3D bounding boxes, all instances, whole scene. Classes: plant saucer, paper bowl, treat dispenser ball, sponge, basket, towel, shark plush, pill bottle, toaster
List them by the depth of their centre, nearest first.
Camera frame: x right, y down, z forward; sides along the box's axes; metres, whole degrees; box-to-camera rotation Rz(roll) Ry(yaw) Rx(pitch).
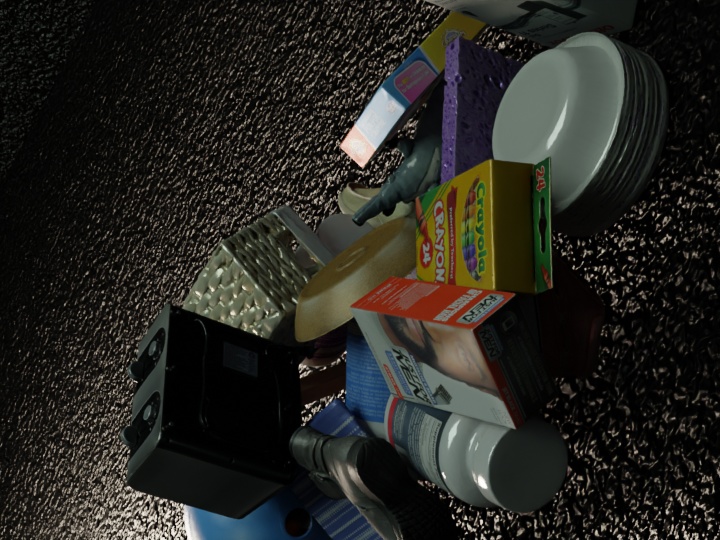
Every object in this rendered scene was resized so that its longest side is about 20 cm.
[{"bbox_3d":[0.116,0.167,1.410,0.200,0.119,0.121,19,91,63],"label":"pill bottle"},{"bbox_3d":[0.210,-0.143,1.436,0.201,0.104,0.202,-43,37,45],"label":"paper bowl"},{"bbox_3d":[0.000,0.000,1.527,0.200,0.036,0.200,-36,11,8],"label":"plant saucer"},{"bbox_3d":[-0.155,0.155,1.548,0.119,0.199,0.182,-43,37,41],"label":"toaster"},{"bbox_3d":[0.000,0.247,1.556,0.145,0.200,0.024,-44,-7,40],"label":"towel"},{"bbox_3d":[0.142,-0.151,1.565,0.030,0.111,0.202,-32,47,50],"label":"sponge"},{"bbox_3d":[0.038,0.125,1.565,0.112,0.111,0.202,-164,74,-64],"label":"pill bottle"},{"bbox_3d":[0.059,-0.133,1.685,0.200,0.083,0.091,-42,24,1],"label":"shark plush"},{"bbox_3d":[-0.125,0.045,1.686,0.136,0.123,0.200,48,131,15],"label":"basket"},{"bbox_3d":[-0.110,0.284,1.691,0.201,0.200,0.202,-41,39,47],"label":"treat dispenser ball"},{"bbox_3d":[-0.089,0.154,1.749,0.200,0.199,0.033,-23,86,57],"label":"plant saucer"},{"bbox_3d":[-0.041,0.023,1.774,0.200,0.111,0.113,117,156,-49],"label":"pill bottle"}]

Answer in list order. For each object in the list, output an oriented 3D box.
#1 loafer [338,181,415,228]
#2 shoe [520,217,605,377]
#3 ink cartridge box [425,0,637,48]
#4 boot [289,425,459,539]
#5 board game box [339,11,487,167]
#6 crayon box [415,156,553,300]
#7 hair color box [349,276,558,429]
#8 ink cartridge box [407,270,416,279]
[{"bbox_3d":[0.041,-0.076,1.770,0.200,0.075,0.069,36,105,53],"label":"loafer"},{"bbox_3d":[0.180,0.008,1.386,0.071,0.090,0.202,142,129,-60],"label":"shoe"},{"bbox_3d":[0.176,-0.309,1.496,0.146,0.199,0.084,-3,74,63],"label":"ink cartridge box"},{"bbox_3d":[0.016,0.241,1.490,0.070,0.201,0.131,-41,23,-29],"label":"boot"},{"bbox_3d":[0.070,-0.228,1.690,0.200,0.040,0.153,-48,0,-30],"label":"board game box"},{"bbox_3d":[0.115,-0.029,1.364,0.200,0.050,0.128,154,118,-64],"label":"crayon box"},{"bbox_3d":[0.084,0.074,1.341,0.064,0.111,0.199,-36,22,-27],"label":"hair color box"},{"bbox_3d":[0.111,-0.007,1.551,0.044,0.094,0.200,-41,11,-27],"label":"ink cartridge box"}]
